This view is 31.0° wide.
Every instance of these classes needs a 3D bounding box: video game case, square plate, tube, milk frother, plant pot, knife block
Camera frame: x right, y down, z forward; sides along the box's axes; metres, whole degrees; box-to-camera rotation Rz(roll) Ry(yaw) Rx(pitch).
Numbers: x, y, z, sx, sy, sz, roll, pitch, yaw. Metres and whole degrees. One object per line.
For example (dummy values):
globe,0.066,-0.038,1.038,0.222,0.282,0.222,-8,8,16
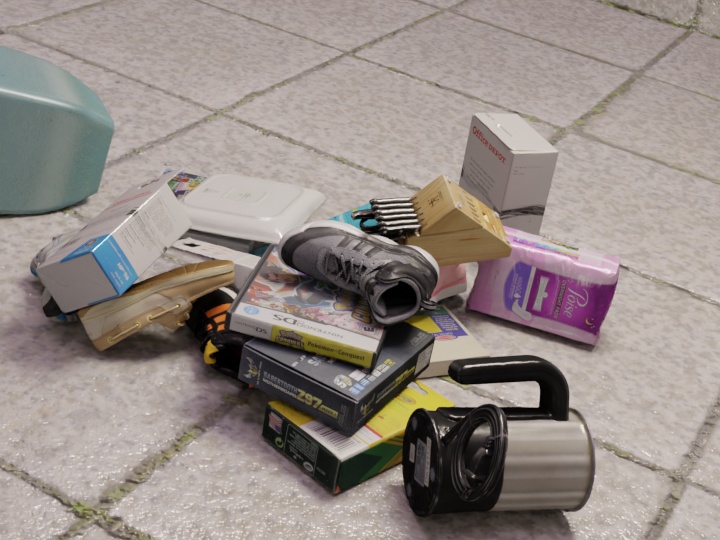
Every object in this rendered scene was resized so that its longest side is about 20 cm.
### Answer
video game case,-0.235,-0.089,1.940,0.181,0.023,0.200,12,28,1
square plate,-0.170,-0.097,1.897,0.196,0.029,0.200,11,24,14
tube,-0.061,-0.041,1.839,0.198,0.051,0.078,-20,24,2
milk frother,0.165,0.201,1.381,0.186,0.182,0.200,1,26,-18
video game case,-0.050,0.038,1.551,0.179,0.026,0.200,15,27,5
plant pot,-0.473,-0.197,1.888,0.199,0.197,0.197,7,26,-30
knife block,0.081,-0.039,1.739,0.199,0.175,0.064,30,32,-43

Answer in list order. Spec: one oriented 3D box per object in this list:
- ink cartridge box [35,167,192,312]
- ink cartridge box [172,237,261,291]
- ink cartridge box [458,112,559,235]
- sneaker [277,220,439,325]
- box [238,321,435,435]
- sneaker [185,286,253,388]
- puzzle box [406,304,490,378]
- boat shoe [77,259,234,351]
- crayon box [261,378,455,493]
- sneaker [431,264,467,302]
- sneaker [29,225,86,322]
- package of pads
ink cartridge box,-0.290,-0.040,1.600,0.115,0.068,0.200,-14,25,40
ink cartridge box,-0.153,0.005,1.707,0.198,0.051,0.161,13,5,4
ink cartridge box,0.215,-0.120,1.977,0.085,0.201,0.147,-1,30,-23
sneaker,-0.001,0.003,1.525,0.198,0.076,0.114,13,23,-6
box,-0.025,0.101,1.526,0.157,0.051,0.200,24,30,22
sneaker,-0.171,0.079,1.600,0.199,0.070,0.090,32,31,30
puzzle box,0.055,0.095,1.704,0.198,0.026,0.133,-4,31,-26
boat shoe,-0.243,0.043,1.593,0.198,0.070,0.074,-19,10,-4
crayon box,0.001,0.175,1.509,0.199,0.051,0.127,-18,39,-42
sneaker,0.084,-0.007,1.788,0.075,0.106,0.200,3,11,31
sneaker,-0.388,0.008,1.672,0.086,0.076,0.200,-5,27,6
package of pads,0.255,0.019,1.818,0.198,0.121,0.076,16,24,10
